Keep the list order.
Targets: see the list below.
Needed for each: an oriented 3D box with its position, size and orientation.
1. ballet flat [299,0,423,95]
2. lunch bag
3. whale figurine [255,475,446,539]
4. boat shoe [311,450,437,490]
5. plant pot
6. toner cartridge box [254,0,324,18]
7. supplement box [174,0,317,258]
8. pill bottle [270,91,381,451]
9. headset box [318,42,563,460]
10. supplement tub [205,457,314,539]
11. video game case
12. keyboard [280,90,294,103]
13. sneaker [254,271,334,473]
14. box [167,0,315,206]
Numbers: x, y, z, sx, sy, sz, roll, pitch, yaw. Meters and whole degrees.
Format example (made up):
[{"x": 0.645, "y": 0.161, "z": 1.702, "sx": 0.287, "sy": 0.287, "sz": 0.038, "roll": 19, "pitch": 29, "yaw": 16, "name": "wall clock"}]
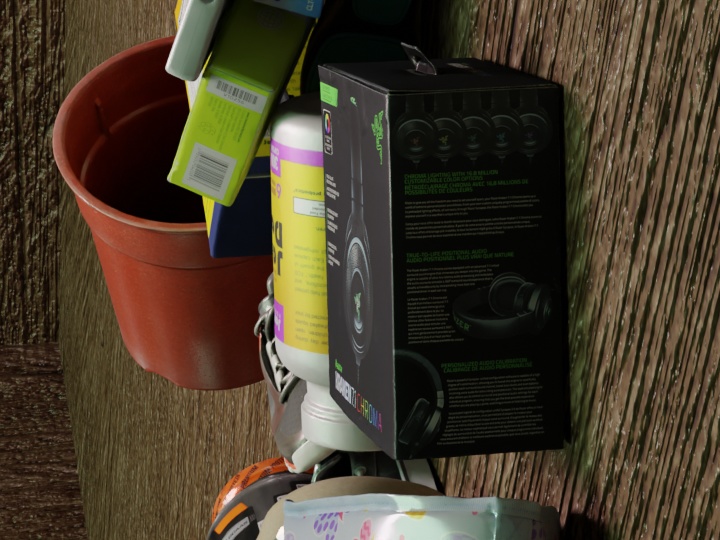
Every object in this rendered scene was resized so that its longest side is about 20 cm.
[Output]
[{"x": 0.010, "y": -0.160, "z": 1.739, "sx": 0.200, "sy": 0.068, "sz": 0.063, "roll": 114, "pitch": 165, "yaw": -53, "name": "ballet flat"}, {"x": 0.038, "y": 0.200, "z": 1.477, "sx": 0.200, "sy": 0.127, "sz": 0.170, "roll": 162, "pitch": 113, "yaw": -67, "name": "lunch bag"}, {"x": -0.012, "y": 0.203, "z": 1.701, "sx": 0.200, "sy": 0.159, "sz": 0.104, "roll": -51, "pitch": 37, "yaw": 45, "name": "whale figurine"}, {"x": 0.001, "y": 0.129, "z": 1.841, "sx": 0.200, "sy": 0.067, "sz": 0.072, "roll": -115, "pitch": 23, "yaw": -61, "name": "boat shoe"}, {"x": -0.110, "y": -0.031, "z": 2.088, "sx": 0.196, "sy": 0.200, "sz": 0.201, "roll": 86, "pitch": 172, "yaw": -45, "name": "plant pot"}, {"x": -0.016, "y": -0.248, "z": 1.677, "sx": 0.095, "sy": 0.043, "sz": 0.200, "roll": 105, "pitch": 179, "yaw": -47, "name": "toner cartridge box"}, {"x": -0.055, "y": -0.123, "z": 1.940, "sx": 0.109, "sy": 0.109, "sz": 0.201, "roll": 107, "pitch": 156, "yaw": -61, "name": "supplement box"}, {"x": 0.000, "y": 0.000, "z": 1.706, "sx": 0.104, "sy": 0.104, "sz": 0.201, "roll": -129, "pitch": 37, "yaw": -72, "name": "pill bottle"}, {"x": 0.040, "y": -0.018, "z": 1.521, "sx": 0.174, "sy": 0.092, "sz": 0.201, "roll": -141, "pitch": 49, "yaw": -75, "name": "headset box"}, {"x": -0.037, "y": 0.218, "z": 1.924, "sx": 0.200, "sy": 0.122, "sz": 0.123, "roll": -111, "pitch": 21, "yaw": -58, "name": "supplement tub"}, {"x": -0.066, "y": -0.219, "z": 1.701, "sx": 0.200, "sy": 0.023, "sz": 0.183, "roll": -76, "pitch": 7, "yaw": -72, "name": "video game case"}, {"x": -0.002, "y": -0.017, "z": 1.817, "sx": 0.104, "sy": 0.039, "sz": 0.201, "roll": -101, "pitch": -10, "yaw": -62, "name": "keyboard"}, {"x": -0.042, "y": 0.058, "z": 1.859, "sx": 0.082, "sy": 0.077, "sz": 0.200, "roll": 50, "pitch": -168, "yaw": -20, "name": "sneaker"}, {"x": -0.053, "y": -0.151, "z": 1.742, "sx": 0.122, "sy": 0.047, "sz": 0.200, "roll": 114, "pitch": 178, "yaw": -54, "name": "box"}]
